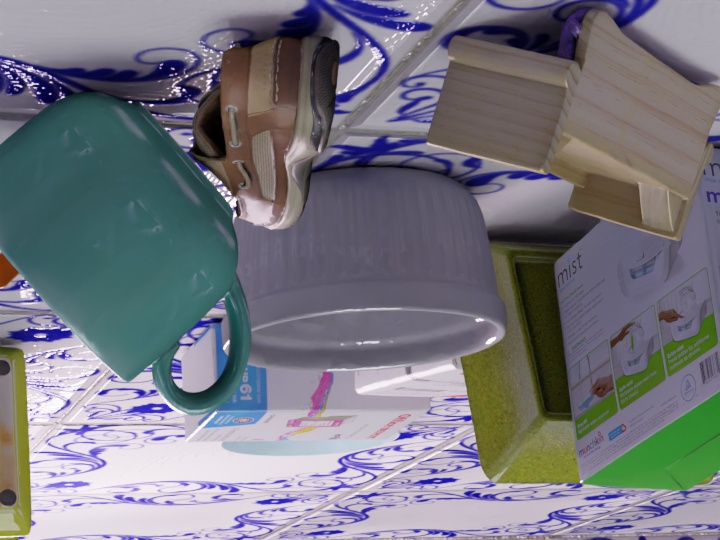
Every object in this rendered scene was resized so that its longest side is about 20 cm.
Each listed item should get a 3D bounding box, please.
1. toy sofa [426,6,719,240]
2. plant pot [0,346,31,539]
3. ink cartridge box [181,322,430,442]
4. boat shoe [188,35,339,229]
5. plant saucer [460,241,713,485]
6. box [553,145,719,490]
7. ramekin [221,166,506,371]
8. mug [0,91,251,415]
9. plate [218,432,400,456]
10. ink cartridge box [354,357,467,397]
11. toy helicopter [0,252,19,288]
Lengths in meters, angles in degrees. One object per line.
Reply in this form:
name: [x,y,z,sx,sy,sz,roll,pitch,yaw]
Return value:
toy sofa: [0.130,-0.090,1.230,0.083,0.098,0.200,17,179,34]
plant pot: [-0.392,0.168,1.864,0.198,0.201,0.181,3,159,-20]
ink cartridge box: [-0.050,0.102,1.895,0.199,0.085,0.145,-1,165,-16]
boat shoe: [-0.061,-0.083,1.212,0.074,0.076,0.200,6,158,-8]
plant saucer: [0.172,0.060,1.578,0.199,0.201,0.048,3,151,-24]
box: [0.226,0.037,1.460,0.096,0.177,0.200,7,152,-23]
ramekin: [0.000,0.000,1.467,0.199,0.106,0.200,-4,166,-1]
mug: [-0.136,-0.020,1.234,0.114,0.152,0.185,-42,133,-3]
plate: [-0.056,0.176,2.305,0.199,0.026,0.200,-4,166,-1]
ink cartridge box: [0.097,0.053,1.708,0.144,0.085,0.200,3,171,-23]
toy helicopter: [-0.274,-0.020,1.435,0.132,0.079,0.200,-7,179,-25]
